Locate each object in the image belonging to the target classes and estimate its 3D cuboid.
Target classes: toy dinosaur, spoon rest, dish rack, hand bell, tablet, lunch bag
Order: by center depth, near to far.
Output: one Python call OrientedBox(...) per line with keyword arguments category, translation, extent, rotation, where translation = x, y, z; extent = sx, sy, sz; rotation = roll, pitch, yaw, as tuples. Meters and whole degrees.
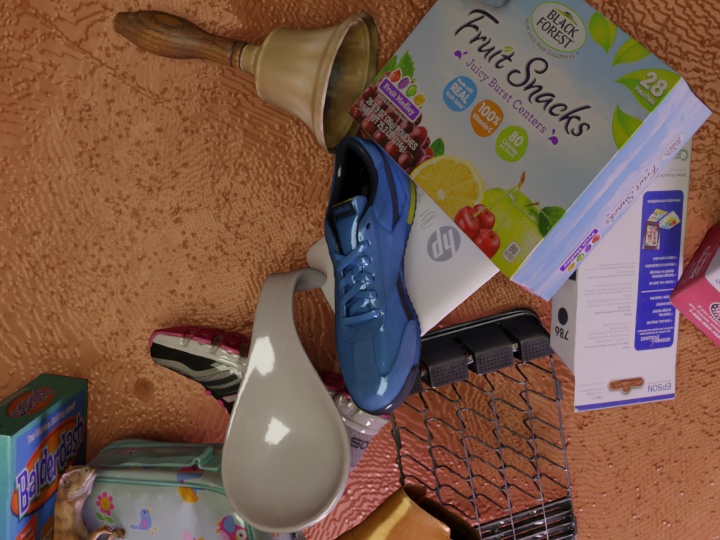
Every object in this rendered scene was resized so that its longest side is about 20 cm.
OrientedBox(category="spoon rest", translation=(-0.053, 0.086, 0.875), extent=(0.098, 0.061, 0.203), rotation=(-11, 62, 18))
OrientedBox(category="toy dinosaur", translation=(-0.219, 0.247, 0.904), extent=(0.105, 0.060, 0.203), rotation=(17, 75, -7))
OrientedBox(category="tablet", translation=(0.055, -0.032, 0.906), extent=(0.200, 0.014, 0.131), rotation=(-41, 52, 12))
OrientedBox(category="hand bell", translation=(-0.096, -0.161, 0.917), extent=(0.197, 0.104, 0.106), rotation=(16, 102, 16))
OrientedBox(category="dish rack", translation=(0.090, 0.144, 0.935), extent=(0.151, 0.055, 0.203), rotation=(-14, 105, -12))
OrientedBox(category="lunch bag", translation=(-0.134, 0.209, 0.951), extent=(0.198, 0.077, 0.163), rotation=(-3, 105, 29))

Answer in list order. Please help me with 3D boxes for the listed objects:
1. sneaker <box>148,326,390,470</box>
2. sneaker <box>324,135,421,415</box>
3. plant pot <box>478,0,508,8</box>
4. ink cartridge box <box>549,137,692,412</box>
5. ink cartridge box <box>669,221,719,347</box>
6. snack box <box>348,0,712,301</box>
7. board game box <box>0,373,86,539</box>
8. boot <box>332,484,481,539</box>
OrientedBox(category="sneaker", translation=(-0.080, 0.108, 0.957), extent=(0.198, 0.074, 0.088), rotation=(22, 96, -3))
OrientedBox(category="sneaker", translation=(0.000, 0.000, 0.871), extent=(0.065, 0.078, 0.203), rotation=(-12, 64, 27))
OrientedBox(category="plant pot", translation=(0.079, -0.330, 0.758), extent=(0.195, 0.200, 0.197), rotation=(33, 69, 0))
OrientedBox(category="ink cartridge box", translation=(0.190, -0.002, 0.901), extent=(0.098, 0.039, 0.203), rotation=(-3, 100, -27))
OrientedBox(category="ink cartridge box", translation=(0.328, 0.005, 0.825), extent=(0.145, 0.200, 0.084), rotation=(42, 60, 0))
OrientedBox(category="snack box", translation=(0.110, -0.109, 0.845), extent=(0.169, 0.067, 0.200), rotation=(-49, 55, 12))
OrientedBox(category="board game box", translation=(-0.262, 0.199, 0.956), extent=(0.044, 0.152, 0.203), rotation=(5, 102, 8))
OrientedBox(category="boot", translation=(-0.017, 0.201, 0.843), extent=(0.200, 0.071, 0.145), rotation=(23, 112, -42))
